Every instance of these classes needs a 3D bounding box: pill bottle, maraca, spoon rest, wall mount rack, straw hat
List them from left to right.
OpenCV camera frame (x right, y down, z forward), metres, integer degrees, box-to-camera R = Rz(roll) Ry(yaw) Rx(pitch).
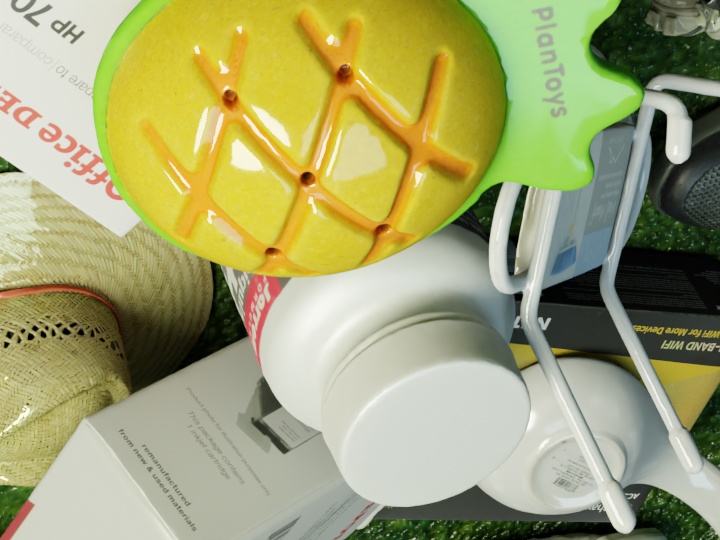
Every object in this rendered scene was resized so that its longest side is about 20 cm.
[{"bbox_3d":[-0.152,0.052,0.927,0.200,0.085,0.202,-14,136,-14],"label":"straw hat"},{"bbox_3d":[0.000,0.000,0.866,0.110,0.201,0.111,-13,135,-13],"label":"pill bottle"},{"bbox_3d":[0.002,-0.063,0.739,0.199,0.107,0.138,-12,126,6],"label":"maraca"},{"bbox_3d":[0.140,0.105,1.073,0.199,0.061,0.099,29,115,-27],"label":"spoon rest"},{"bbox_3d":[0.113,0.006,0.860,0.200,0.074,0.175,-15,117,-65],"label":"wall mount rack"}]

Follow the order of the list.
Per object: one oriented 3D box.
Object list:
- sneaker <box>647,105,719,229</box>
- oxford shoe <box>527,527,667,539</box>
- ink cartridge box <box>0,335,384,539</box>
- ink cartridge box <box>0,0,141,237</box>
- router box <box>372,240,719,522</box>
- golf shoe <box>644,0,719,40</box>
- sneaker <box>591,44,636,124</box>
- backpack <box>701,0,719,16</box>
[{"bbox_3d":[0.246,-0.030,1.021,0.198,0.115,0.077,3,128,-26],"label":"sneaker"},{"bbox_3d":[0.105,0.183,1.203,0.199,0.058,0.076,-12,131,-36],"label":"oxford shoe"},{"bbox_3d":[-0.059,0.099,0.940,0.200,0.083,0.147,-27,162,-45],"label":"ink cartridge box"},{"bbox_3d":[-0.079,-0.130,0.790,0.200,0.086,0.146,-42,135,13],"label":"ink cartridge box"},{"bbox_3d":[0.088,0.061,1.075,0.199,0.052,0.158,4,129,-28],"label":"router box"},{"bbox_3d":[0.215,-0.123,0.869,0.097,0.200,0.079,-9,115,-31],"label":"golf shoe"},{"bbox_3d":[0.074,-0.075,0.913,0.077,0.087,0.200,-37,136,11],"label":"sneaker"},{"bbox_3d":[0.132,-0.192,0.759,0.200,0.167,0.127,-39,164,-54],"label":"backpack"}]
